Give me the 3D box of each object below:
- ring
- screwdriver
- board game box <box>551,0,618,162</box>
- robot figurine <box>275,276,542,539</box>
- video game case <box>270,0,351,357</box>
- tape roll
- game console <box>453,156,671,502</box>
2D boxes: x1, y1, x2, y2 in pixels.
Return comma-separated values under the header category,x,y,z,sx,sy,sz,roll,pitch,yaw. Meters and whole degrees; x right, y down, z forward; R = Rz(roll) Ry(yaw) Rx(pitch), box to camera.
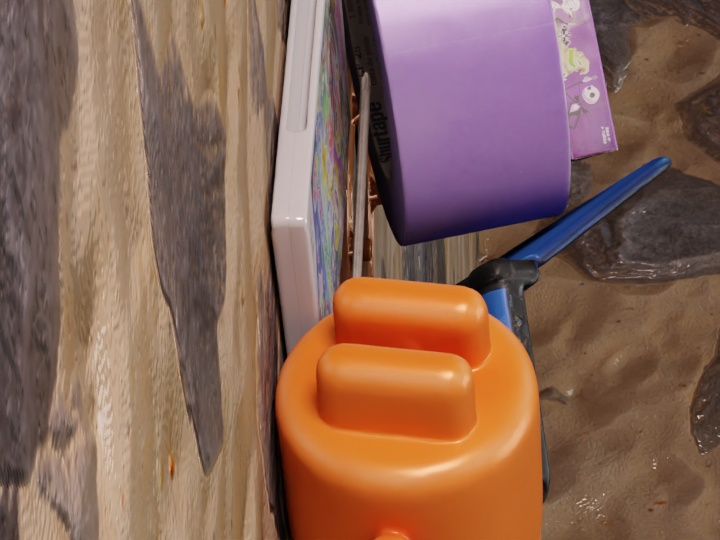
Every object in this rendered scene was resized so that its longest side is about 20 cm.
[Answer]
category,x,y,z,sx,sy,sz,roll,pitch,yaw
ring,0.004,-0.029,1.594,0.200,0.019,0.201,1,90,-86
screwdriver,0.000,0.000,1.376,0.029,0.028,0.201,38,-51,52
board game box,0.089,-0.153,1.380,0.120,0.032,0.201,-103,-177,-89
robot figurine,0.024,0.090,1.214,0.144,0.116,0.200,52,-23,39
video game case,-0.021,-0.048,1.276,0.143,0.018,0.200,85,6,-48
tape roll,0.041,-0.117,1.376,0.200,0.085,0.201,170,-90,-86
game console,0.077,0.051,1.392,0.200,0.118,0.171,144,-59,-62
